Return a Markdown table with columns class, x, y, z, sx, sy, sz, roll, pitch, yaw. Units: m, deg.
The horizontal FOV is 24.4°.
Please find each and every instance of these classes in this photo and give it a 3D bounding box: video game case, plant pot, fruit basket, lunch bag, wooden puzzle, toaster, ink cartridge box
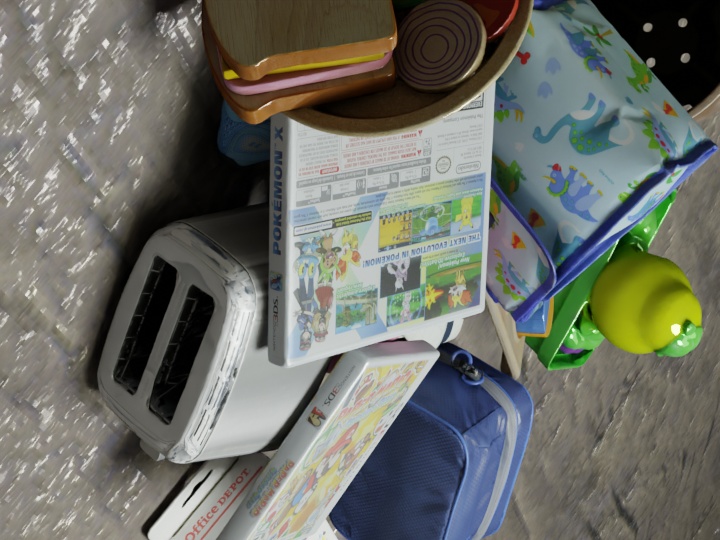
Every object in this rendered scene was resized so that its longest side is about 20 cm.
| class | x | y | z | sx | sy | sz | roll | pitch | yaw |
| --- | --- | --- | --- | --- | --- | --- | --- | --- | --- |
| video game case | 0.017 | -0.044 | 1.096 | 0.199 | 0.022 | 0.184 | -13 | 111 | -45 |
| plant pot | 0.237 | -0.200 | 1.363 | 0.201 | 0.199 | 0.198 | -62 | 161 | 10 |
| fruit basket | 0.249 | 0.013 | 1.585 | 0.217 | 0.215 | 0.155 | -63 | 158 | 11 |
| lunch bag | 0.069 | 0.161 | 1.508 | 0.132 | 0.135 | 0.201 | -25 | 138 | -49 |
| wooden puzzle | 0.148 | -0.024 | 1.459 | 0.200 | 0.046 | 0.187 | 73 | 25 | -60 |
| lunch bag | 0.130 | -0.082 | 1.242 | 0.200 | 0.170 | 0.127 | -45 | 167 | 35 |
| toaster | -0.089 | 0.038 | 1.117 | 0.129 | 0.113 | 0.201 | -11 | 132 | -54 |
| video game case | -0.022 | 0.131 | 1.227 | 0.183 | 0.023 | 0.200 | -56 | 165 | 9 |
| ink cartridge box | -0.092 | 0.223 | 1.367 | 0.117 | 0.067 | 0.200 | -51 | 154 | -15 |

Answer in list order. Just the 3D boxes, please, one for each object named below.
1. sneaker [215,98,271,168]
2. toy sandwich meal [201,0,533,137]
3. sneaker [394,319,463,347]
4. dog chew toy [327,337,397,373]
| class | x | y | z | sx | sy | sz | roll | pitch | yaw |
| --- | --- | --- | --- | --- | --- | --- | --- | --- | --- |
| sneaker | -0.027 | -0.112 | 1.128 | 0.199 | 0.078 | 0.090 | -11 | 138 | -46 |
| toy sandwich meal | 0.001 | -0.168 | 0.975 | 0.206 | 0.204 | 0.070 | -51 | 156 | -13 |
| sneaker | 0.047 | 0.005 | 1.378 | 0.080 | 0.076 | 0.201 | -29 | 142 | -29 |
| dog chew toy | 0.000 | 0.000 | 1.234 | 0.124 | 0.124 | 0.201 | -33 | 152 | -41 |
